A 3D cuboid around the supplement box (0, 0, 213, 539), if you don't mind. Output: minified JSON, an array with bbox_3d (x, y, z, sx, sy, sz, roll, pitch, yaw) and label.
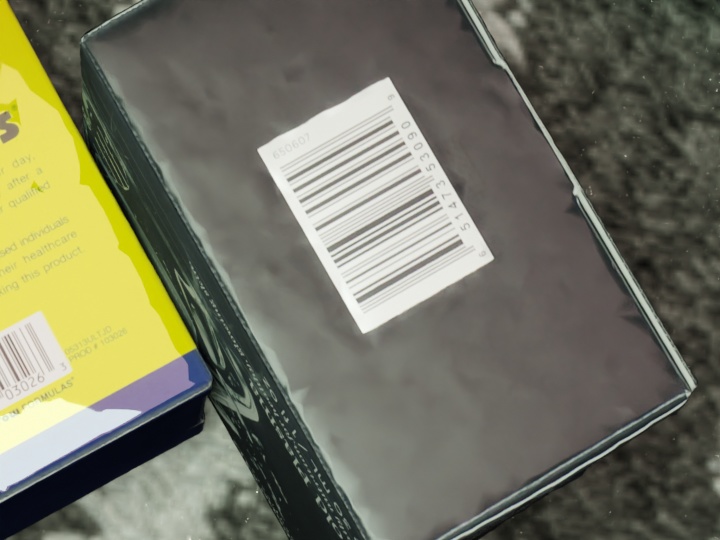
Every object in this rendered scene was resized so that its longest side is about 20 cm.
[{"bbox_3d":[-0.146,-0.012,0.968,0.109,0.109,0.201,-28,83,-10],"label":"supplement box"}]

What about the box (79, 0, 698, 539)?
[{"bbox_3d":[0.000,0.000,0.934,0.123,0.197,0.201,-29,83,-9],"label":"box"}]
